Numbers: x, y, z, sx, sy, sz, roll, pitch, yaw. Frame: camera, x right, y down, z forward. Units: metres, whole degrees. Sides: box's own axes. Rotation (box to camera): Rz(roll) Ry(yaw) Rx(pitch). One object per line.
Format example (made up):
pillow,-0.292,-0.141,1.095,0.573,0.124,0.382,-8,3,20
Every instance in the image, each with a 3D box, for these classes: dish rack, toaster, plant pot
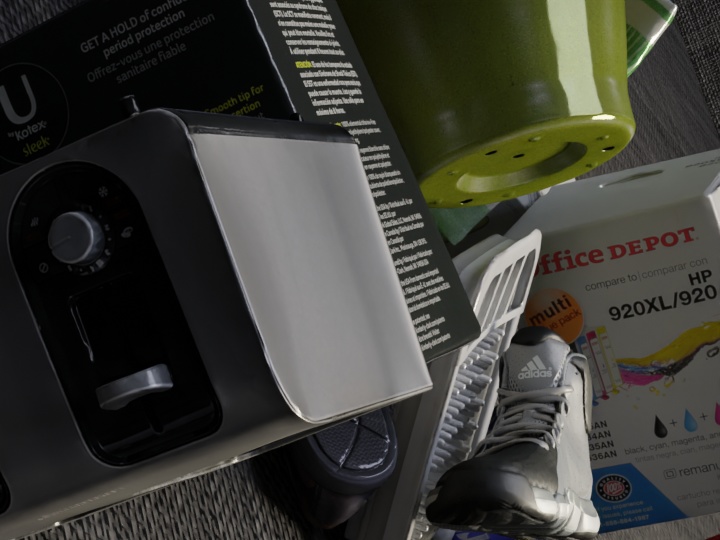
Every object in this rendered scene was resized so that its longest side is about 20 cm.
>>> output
dish rack,0.043,0.073,1.100,0.172,0.044,0.200,-30,135,-73
toaster,-0.088,0.022,0.717,0.200,0.181,0.119,-6,77,-71
plant pot,0.061,-0.143,1.082,0.200,0.200,0.193,19,55,-67

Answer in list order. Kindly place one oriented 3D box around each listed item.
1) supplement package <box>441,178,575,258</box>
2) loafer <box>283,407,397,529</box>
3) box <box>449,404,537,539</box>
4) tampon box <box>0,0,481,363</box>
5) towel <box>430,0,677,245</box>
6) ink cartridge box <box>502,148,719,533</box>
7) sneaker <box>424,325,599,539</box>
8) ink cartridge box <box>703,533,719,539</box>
supplement package,0.066,-0.075,1.374,0.200,0.111,0.156,43,33,-50
loafer,-0.031,0.045,1.062,0.072,0.063,0.200,4,49,-22
box,0.089,0.162,1.219,0.064,0.070,0.200,57,20,-23
tampon box,-0.063,-0.027,0.888,0.200,0.150,0.126,67,19,3
towel,0.087,-0.130,1.248,0.153,0.200,0.023,48,2,38
ink cartridge box,0.194,0.040,1.262,0.145,0.147,0.200,-40,114,-64
sneaker,0.083,0.083,1.066,0.200,0.075,0.116,34,58,-71
ink cartridge box,0.201,0.267,1.193,0.084,0.200,0.176,42,29,-51
